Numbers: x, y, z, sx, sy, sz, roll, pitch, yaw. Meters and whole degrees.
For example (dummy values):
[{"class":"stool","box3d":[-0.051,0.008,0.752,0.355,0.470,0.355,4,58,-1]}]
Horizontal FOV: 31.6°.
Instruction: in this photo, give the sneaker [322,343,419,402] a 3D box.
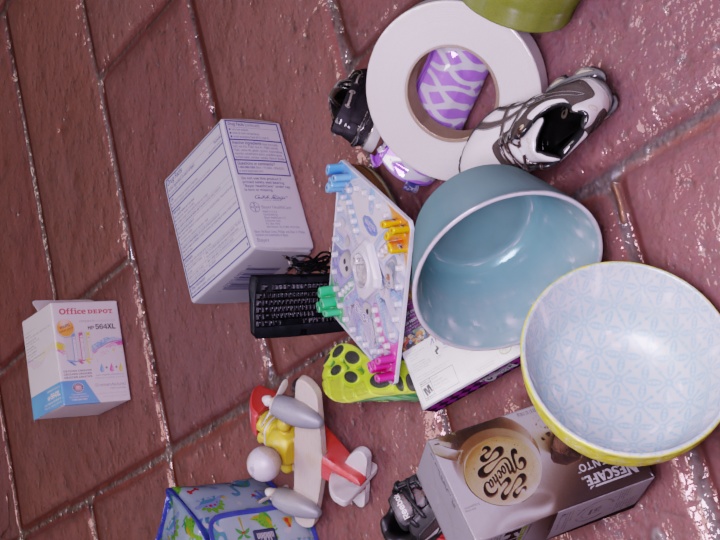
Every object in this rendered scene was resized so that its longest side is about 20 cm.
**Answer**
[{"class":"sneaker","box3d":[0.033,0.130,1.524,0.199,0.083,0.075,-2,71,42]}]

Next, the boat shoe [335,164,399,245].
[{"class":"boat shoe","box3d":[0.009,-0.042,1.568,0.076,0.073,0.201,-45,56,42]}]

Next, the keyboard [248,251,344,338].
[{"class":"keyboard","box3d":[-0.064,0.028,1.574,0.039,0.199,0.105,-5,88,33]}]

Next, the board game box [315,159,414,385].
[{"class":"board game box","box3d":[0.000,0.000,1.467,0.200,0.026,0.202,-134,44,-55]}]

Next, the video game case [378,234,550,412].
[{"class":"video game case","box3d":[0.123,0.031,1.403,0.199,0.036,0.183,-33,64,26]}]

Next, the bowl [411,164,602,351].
[{"class":"bowl","box3d":[0.133,-0.027,1.288,0.202,0.199,0.105,-64,30,30]}]

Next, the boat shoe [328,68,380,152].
[{"class":"boat shoe","box3d":[-0.010,-0.203,1.540,0.201,0.060,0.074,-94,27,-60]}]

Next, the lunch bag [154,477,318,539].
[{"class":"lunch bag","box3d":[-0.157,0.371,1.714,0.200,0.169,0.128,38,120,46]}]

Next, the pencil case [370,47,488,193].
[{"class":"pencil case","box3d":[0.084,-0.194,1.460,0.084,0.085,0.201,-104,35,-55]}]

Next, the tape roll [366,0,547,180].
[{"class":"tape roll","box3d":[0.104,-0.195,1.385,0.201,0.037,0.205,8,114,18]}]

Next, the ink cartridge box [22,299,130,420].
[{"class":"ink cartridge box","box3d":[-0.488,0.140,2.174,0.125,0.128,0.202,-25,71,49]}]

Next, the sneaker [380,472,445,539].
[{"class":"sneaker","box3d":[0.089,0.255,1.451,0.201,0.097,0.071,-53,49,37]}]

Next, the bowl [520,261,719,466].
[{"class":"bowl","box3d":[0.246,0.103,1.207,0.108,0.199,0.201,85,162,-60]}]

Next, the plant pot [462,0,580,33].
[{"class":"plant pot","box3d":[0.179,-0.352,1.271,0.201,0.199,0.194,55,143,36]}]

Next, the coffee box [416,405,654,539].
[{"class":"coffee box","box3d":[0.170,0.201,1.251,0.080,0.198,0.114,102,148,-55]}]

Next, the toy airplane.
[{"class":"toy airplane","box3d":[-0.075,0.237,1.626,0.199,0.140,0.202,-21,91,61]}]

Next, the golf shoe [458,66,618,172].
[{"class":"golf shoe","box3d":[0.168,-0.135,1.308,0.200,0.095,0.078,-36,100,36]}]

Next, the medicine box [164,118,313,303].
[{"class":"medicine box","box3d":[-0.174,-0.081,1.784,0.182,0.102,0.202,-37,62,46]}]
